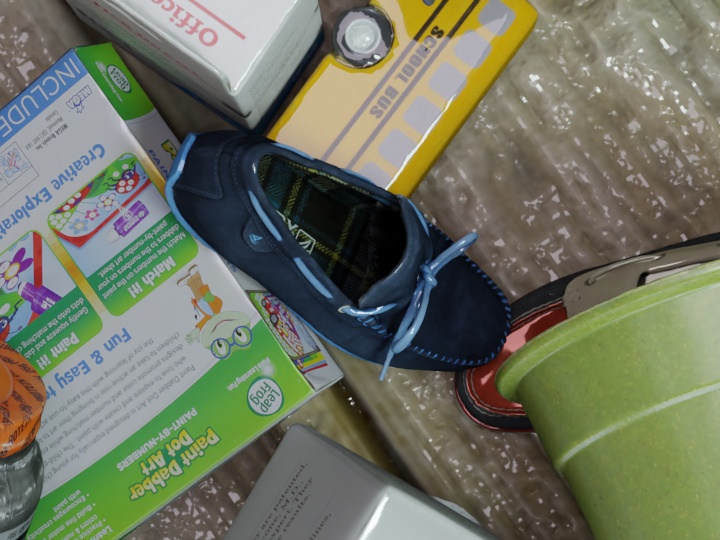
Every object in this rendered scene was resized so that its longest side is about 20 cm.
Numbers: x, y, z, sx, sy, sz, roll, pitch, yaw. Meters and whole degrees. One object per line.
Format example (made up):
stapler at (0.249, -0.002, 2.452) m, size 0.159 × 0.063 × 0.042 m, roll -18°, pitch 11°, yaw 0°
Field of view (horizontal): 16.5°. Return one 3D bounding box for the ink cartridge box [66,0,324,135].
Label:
ink cartridge box at (-0.082, -0.131, 1.157) m, size 0.116 × 0.200 × 0.067 m, roll 35°, pitch 87°, yaw 3°

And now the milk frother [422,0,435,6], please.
milk frother at (0.121, -0.166, 1.161) m, size 0.188 × 0.181 × 0.200 m, roll -10°, pitch 109°, yaw 10°

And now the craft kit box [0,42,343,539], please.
craft kit box at (-0.142, 0.028, 1.193) m, size 0.200 × 0.049 × 0.198 m, roll -36°, pitch 83°, yaw 22°

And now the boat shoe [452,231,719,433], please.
boat shoe at (0.139, 0.027, 1.212) m, size 0.200 × 0.063 × 0.071 m, roll -19°, pitch 88°, yaw 1°

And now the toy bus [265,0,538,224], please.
toy bus at (-0.003, -0.065, 1.220) m, size 0.078 × 0.065 × 0.200 m, roll 36°, pitch 87°, yaw 2°

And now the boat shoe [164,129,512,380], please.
boat shoe at (0.000, 0.000, 1.140) m, size 0.200 × 0.069 × 0.084 m, roll 23°, pitch 75°, yaw -36°

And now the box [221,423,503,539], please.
box at (0.015, 0.209, 1.138) m, size 0.199 × 0.131 × 0.200 m, roll 32°, pitch 88°, yaw -21°

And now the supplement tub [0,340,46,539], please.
supplement tub at (-0.221, 0.127, 1.152) m, size 0.122 × 0.123 × 0.200 m, roll 25°, pitch 112°, yaw 3°

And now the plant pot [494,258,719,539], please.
plant pot at (0.180, 0.108, 1.075) m, size 0.200 × 0.200 × 0.190 m, roll -17°, pitch 74°, yaw 0°
